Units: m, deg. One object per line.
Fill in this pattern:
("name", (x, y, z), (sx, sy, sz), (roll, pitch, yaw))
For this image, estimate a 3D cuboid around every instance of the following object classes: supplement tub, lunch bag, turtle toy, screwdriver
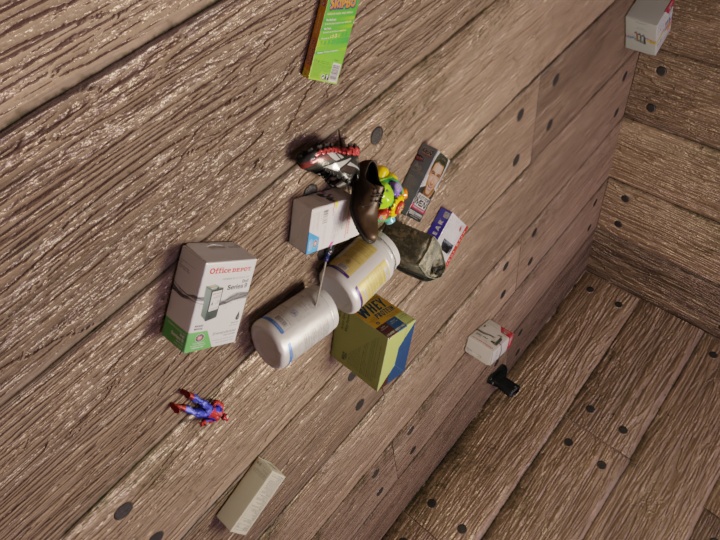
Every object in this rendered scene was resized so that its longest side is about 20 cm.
("supplement tub", (-0.163, 0.140, 1.508), (0.198, 0.131, 0.135), (-32, 141, -37))
("lunch bag", (0.158, -0.047, 1.800), (0.120, 0.161, 0.200), (-60, 150, -7))
("supplement tub", (0.000, 0.000, 1.621), (0.200, 0.144, 0.148), (-42, 146, -26))
("turtle toy", (0.059, -0.188, 1.571), (0.149, 0.100, 0.199), (-62, 159, 5))
("screwdriver", (-0.092, -0.008, 1.514), (0.029, 0.027, 0.205), (47, 50, -51))

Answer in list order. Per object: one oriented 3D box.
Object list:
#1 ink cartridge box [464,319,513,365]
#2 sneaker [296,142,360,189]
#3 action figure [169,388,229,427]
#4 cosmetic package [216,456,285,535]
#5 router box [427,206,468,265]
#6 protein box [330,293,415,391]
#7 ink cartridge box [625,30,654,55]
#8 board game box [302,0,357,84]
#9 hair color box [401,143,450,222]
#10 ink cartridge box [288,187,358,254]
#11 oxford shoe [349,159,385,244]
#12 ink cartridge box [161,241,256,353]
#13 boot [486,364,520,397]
("ink cartridge box", (0.600, 0.333, 2.816), (0.198, 0.145, 0.085), (-29, 138, -42))
("sneaker", (-0.065, -0.234, 1.367), (0.198, 0.069, 0.101), (-15, 96, -52))
("action figure", (-0.372, 0.335, 1.446), (0.066, 0.051, 0.200), (-58, 153, -9))
("cosmetic package", (-0.320, 0.664, 1.780), (0.202, 0.072, 0.104), (-52, 149, -12))
("router box", (0.274, -0.092, 2.051), (0.204, 0.048, 0.178), (-62, 150, 3))
("protein box", (0.034, 0.200, 1.789), (0.133, 0.198, 0.203), (-25, 136, -43))
("ink cartridge box", (1.227, -1.052, 2.572), (0.147, 0.143, 0.200), (-57, 151, -4))
("board game box", (-0.056, -0.489, 1.229), (0.094, 0.030, 0.204), (-12, 128, -53))
("hair color box", (0.177, -0.252, 1.754), (0.098, 0.060, 0.204), (16, 102, -59))
("ink cartridge box", (-0.078, -0.127, 1.467), (0.198, 0.067, 0.118), (-23, 133, -46))
("oxford shoe", (0.020, -0.166, 1.432), (0.072, 0.083, 0.206), (3, 76, -46))
("ink cartridge box", (-0.312, 0.052, 1.251), (0.144, 0.083, 0.205), (-8, 122, -54))
("boot", (0.821, 0.623, 3.381), (0.198, 0.166, 0.078), (-22, 134, -47))
